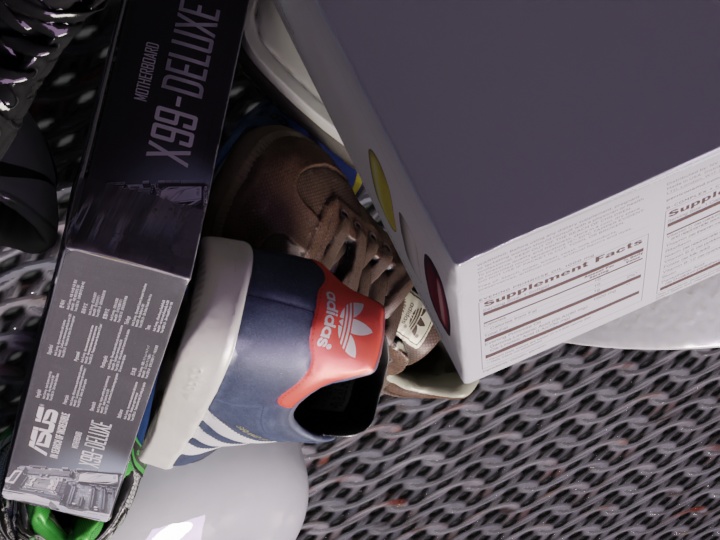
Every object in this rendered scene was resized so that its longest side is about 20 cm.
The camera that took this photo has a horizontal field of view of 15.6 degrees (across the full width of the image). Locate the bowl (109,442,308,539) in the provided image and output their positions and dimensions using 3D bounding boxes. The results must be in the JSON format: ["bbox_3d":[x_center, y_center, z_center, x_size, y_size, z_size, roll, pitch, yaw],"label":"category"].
[{"bbox_3d":[-0.105,0.151,1.456,0.200,0.091,0.201,-24,157,-11],"label":"bowl"}]

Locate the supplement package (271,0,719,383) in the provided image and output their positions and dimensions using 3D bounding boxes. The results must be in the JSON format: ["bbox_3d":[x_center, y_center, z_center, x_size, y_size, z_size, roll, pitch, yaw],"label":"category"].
[{"bbox_3d":[0.064,-0.090,0.986,0.155,0.201,0.111,-23,156,-7],"label":"supplement package"}]

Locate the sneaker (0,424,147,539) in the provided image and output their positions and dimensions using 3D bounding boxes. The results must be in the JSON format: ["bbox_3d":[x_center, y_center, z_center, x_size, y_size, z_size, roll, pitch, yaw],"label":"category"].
[{"bbox_3d":[-0.154,0.112,1.301,0.078,0.085,0.200,22,137,-6],"label":"sneaker"}]

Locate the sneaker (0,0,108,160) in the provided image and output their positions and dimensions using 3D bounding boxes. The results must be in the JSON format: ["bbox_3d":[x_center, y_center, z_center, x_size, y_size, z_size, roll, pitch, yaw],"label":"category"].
[{"bbox_3d":[-0.109,-0.100,0.858,0.060,0.201,0.104,31,157,-22],"label":"sneaker"}]

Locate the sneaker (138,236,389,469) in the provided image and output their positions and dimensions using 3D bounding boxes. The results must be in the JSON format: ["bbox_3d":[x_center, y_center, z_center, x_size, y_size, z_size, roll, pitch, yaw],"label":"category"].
[{"bbox_3d":[-0.036,0.043,1.033,0.084,0.075,0.200,13,167,-7],"label":"sneaker"}]

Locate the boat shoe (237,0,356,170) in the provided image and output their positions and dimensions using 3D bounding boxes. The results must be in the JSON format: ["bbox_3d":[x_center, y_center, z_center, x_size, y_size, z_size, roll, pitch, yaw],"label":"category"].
[{"bbox_3d":[0.025,-0.059,1.113,0.201,0.072,0.060,27,153,-23],"label":"boat shoe"}]

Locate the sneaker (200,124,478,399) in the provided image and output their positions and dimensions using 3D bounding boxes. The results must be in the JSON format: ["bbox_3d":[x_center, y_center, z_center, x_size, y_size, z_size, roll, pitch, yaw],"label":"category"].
[{"bbox_3d":[0.000,0.000,1.094,0.071,0.075,0.200,-63,155,-9],"label":"sneaker"}]

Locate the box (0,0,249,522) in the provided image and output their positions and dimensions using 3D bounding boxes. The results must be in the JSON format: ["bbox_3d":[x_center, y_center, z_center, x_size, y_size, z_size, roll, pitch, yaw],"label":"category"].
[{"bbox_3d":[-0.091,-0.016,1.030,0.050,0.158,0.200,14,147,-7],"label":"box"}]

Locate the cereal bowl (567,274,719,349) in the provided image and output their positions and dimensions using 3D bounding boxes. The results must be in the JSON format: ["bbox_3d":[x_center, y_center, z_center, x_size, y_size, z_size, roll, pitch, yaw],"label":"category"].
[{"bbox_3d":[0.153,-0.027,1.298,0.199,0.084,0.200,-3,-166,1],"label":"cereal bowl"}]

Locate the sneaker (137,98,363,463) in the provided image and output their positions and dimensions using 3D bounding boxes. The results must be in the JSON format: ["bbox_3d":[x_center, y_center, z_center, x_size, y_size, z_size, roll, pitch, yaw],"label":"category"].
[{"bbox_3d":[-0.066,0.006,1.168,0.078,0.066,0.201,-20,144,-57],"label":"sneaker"}]

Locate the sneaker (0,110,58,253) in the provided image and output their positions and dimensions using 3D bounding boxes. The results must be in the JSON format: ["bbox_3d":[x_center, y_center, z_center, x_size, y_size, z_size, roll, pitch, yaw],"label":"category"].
[{"bbox_3d":[-0.206,-0.018,0.992,0.199,0.089,0.074,-16,156,-22],"label":"sneaker"}]
